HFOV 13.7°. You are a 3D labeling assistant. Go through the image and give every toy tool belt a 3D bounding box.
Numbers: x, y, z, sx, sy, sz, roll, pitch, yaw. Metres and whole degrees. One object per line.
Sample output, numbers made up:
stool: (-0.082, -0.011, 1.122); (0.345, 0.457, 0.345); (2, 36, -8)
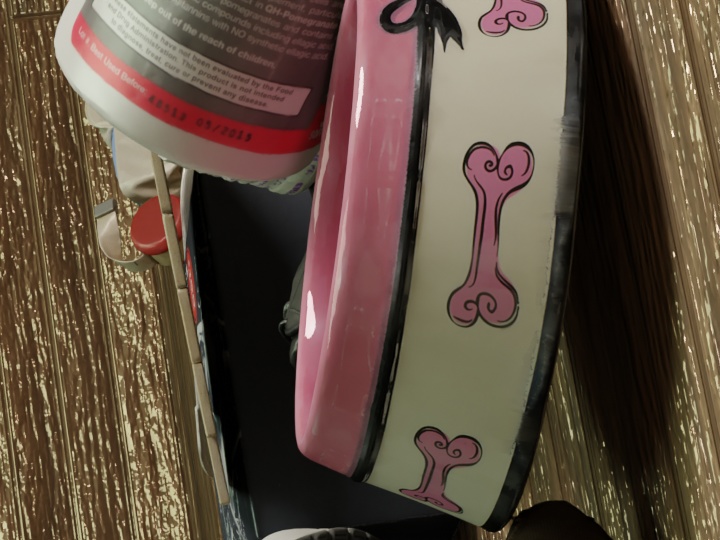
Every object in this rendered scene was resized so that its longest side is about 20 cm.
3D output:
toy tool belt: (-0.118, -0.065, 2.140); (0.123, 0.125, 0.200); (45, -153, -46)

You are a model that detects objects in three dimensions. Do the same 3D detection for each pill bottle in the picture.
pill bottle: (-0.025, -0.141, 1.086); (0.200, 0.111, 0.111); (-61, 25, 26)

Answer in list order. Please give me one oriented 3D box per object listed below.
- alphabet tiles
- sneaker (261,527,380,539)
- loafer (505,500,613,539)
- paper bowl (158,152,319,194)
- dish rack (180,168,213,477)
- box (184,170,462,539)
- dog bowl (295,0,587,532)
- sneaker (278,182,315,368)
alphabet tiles: (-0.083, 0.007, 1.390); (0.166, 0.006, 0.200); (-178, 77, -87)
sneaker: (-0.021, 0.165, 1.378); (0.200, 0.087, 0.075); (57, -134, -62)
loafer: (0.070, 0.155, 1.057); (0.200, 0.073, 0.071); (99, 174, -46)
paper bowl: (-0.048, -0.140, 1.263); (0.201, 0.104, 0.201); (-165, 90, -77)
dish rack: (-0.049, 0.000, 1.669); (0.172, 0.043, 0.200); (-53, -37, -59)
box: (-0.022, 0.054, 1.474); (0.182, 0.104, 0.200); (106, 155, -68)
dog bowl: (0.023, -0.015, 1.019); (0.200, 0.074, 0.201); (-173, 90, -85)
sneaker: (0.000, 0.000, 1.245); (0.091, 0.076, 0.200); (-53, 14, 7)
